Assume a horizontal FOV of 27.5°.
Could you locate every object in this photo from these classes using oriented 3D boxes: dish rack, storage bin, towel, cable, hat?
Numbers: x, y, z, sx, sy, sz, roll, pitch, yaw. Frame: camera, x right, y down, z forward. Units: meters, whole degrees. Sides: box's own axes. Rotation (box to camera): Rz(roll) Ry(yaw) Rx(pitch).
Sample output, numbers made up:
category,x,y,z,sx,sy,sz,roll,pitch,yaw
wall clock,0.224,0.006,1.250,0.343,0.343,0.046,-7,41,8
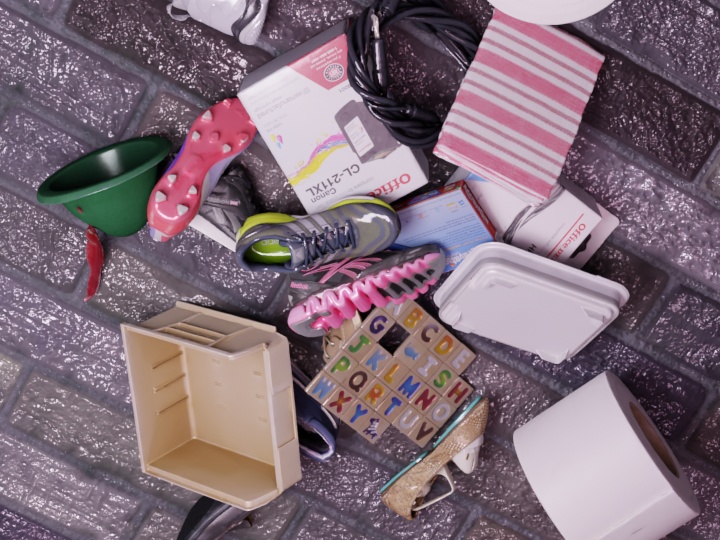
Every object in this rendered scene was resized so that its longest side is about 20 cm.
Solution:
category,x,y,z,sx,sy,sz,roll,pitch,yaw
dish rack,0.198,0.047,1.736,0.199,0.044,0.172,19,147,-13
storage bin,-0.175,0.160,1.761,0.197,0.093,0.202,13,117,38
towel,0.180,-0.189,1.664,0.146,0.030,0.201,26,78,-12
cable,0.071,-0.219,1.643,0.200,0.051,0.164,46,62,-28
hat,-0.268,-0.044,1.700,0.165,0.200,0.177,-22,110,-8

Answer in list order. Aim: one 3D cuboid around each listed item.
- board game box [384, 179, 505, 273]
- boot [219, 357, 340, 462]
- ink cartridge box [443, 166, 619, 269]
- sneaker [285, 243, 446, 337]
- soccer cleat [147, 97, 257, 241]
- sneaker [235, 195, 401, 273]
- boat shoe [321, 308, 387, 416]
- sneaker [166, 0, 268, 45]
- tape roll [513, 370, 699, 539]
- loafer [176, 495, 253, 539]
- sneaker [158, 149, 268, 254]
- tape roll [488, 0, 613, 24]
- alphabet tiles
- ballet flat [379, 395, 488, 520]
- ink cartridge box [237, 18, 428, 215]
category,x,y,z,sx,sy,sz,roll,pitch,yaw
board game box,0.061,-0.034,1.725,0.199,0.020,0.103,-18,121,32
boot,-0.102,0.149,1.808,0.200,0.090,0.073,37,107,-13
ink cartridge box,0.202,-0.064,1.734,0.199,0.068,0.116,35,108,-13
sneaker,0.000,0.000,1.713,0.199,0.096,0.079,-20,149,6
soccer cleat,-0.182,-0.118,1.678,0.066,0.201,0.077,32,147,-3
sneaker,-0.051,-0.030,1.655,0.198,0.081,0.074,-12,112,14
boat shoe,-0.016,0.099,1.798,0.064,0.071,0.201,-12,112,5
sneaker,-0.146,-0.354,1.618,0.114,0.075,0.201,12,114,-7
tape roll,0.297,0.242,1.774,0.139,0.203,0.203,-35,107,12
loafer,-0.167,0.311,1.885,0.072,0.073,0.200,36,109,-17
sneaker,-0.144,-0.073,1.733,0.199,0.076,0.088,28,103,-10
tape roll,0.200,-0.376,1.574,0.201,0.139,0.204,0,112,0
alphabet tiles,0.049,0.133,1.794,0.167,0.008,0.200,-49,126,1
ballet flat,0.108,0.241,1.852,0.065,0.070,0.200,47,115,11
ink cartridge box,-0.028,-0.162,1.689,0.145,0.083,0.201,-28,109,11
